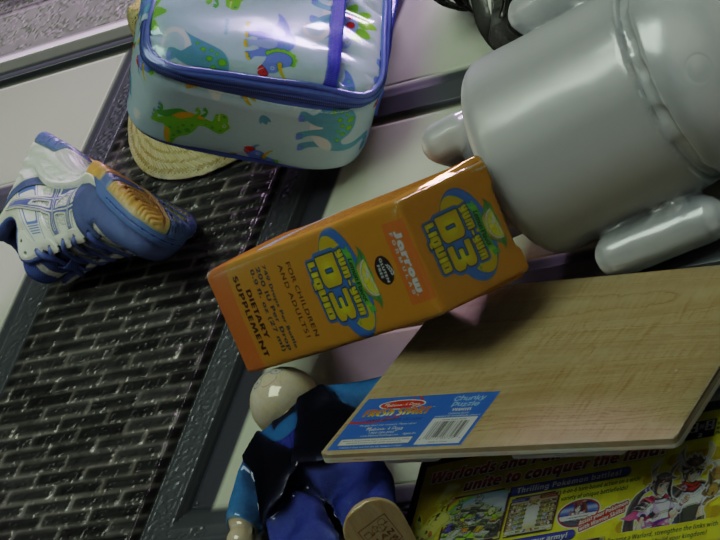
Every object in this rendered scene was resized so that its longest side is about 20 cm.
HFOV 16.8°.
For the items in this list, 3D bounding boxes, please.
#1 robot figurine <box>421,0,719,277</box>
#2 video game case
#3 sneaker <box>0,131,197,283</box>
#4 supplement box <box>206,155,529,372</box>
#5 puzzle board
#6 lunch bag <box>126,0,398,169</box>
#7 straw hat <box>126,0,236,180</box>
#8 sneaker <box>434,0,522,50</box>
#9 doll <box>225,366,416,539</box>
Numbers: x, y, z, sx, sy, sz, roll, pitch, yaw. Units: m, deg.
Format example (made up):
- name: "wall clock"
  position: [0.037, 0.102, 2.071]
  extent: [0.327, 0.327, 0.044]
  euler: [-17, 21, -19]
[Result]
- name: "robot figurine"
  position: [0.132, -0.084, 1.260]
  extent: [0.199, 0.113, 0.170]
  euler: [-25, 77, 25]
- name: "video game case"
  position: [0.091, 0.152, 1.131]
  extent: [0.199, 0.026, 0.181]
  euler: [-15, 44, 38]
- name: "sneaker"
  position: [-0.172, -0.023, 1.559]
  extent: [0.088, 0.075, 0.200]
  euler: [-60, 29, -3]
- name: "supplement box"
  position: [0.000, 0.000, 1.288]
  extent: [0.069, 0.067, 0.200]
  euler: [-25, 3, -36]
- name: "puzzle board"
  position: [0.096, 0.049, 1.195]
  extent: [0.199, 0.017, 0.151]
  euler: [-6, 29, 36]
- name: "lunch bag"
  position: [-0.055, -0.159, 1.503]
  extent: [0.083, 0.160, 0.201]
  euler: [107, 172, -47]
- name: "straw hat"
  position: [-0.108, -0.161, 1.612]
  extent: [0.200, 0.085, 0.202]
  euler: [-27, 37, 23]
- name: "sneaker"
  position: [0.076, -0.177, 1.465]
  extent: [0.079, 0.074, 0.200]
  euler: [-41, 27, 20]
- name: "doll"
  position: [-0.019, 0.103, 1.265]
  extent: [0.136, 0.048, 0.200]
  euler: [-43, 24, 5]
